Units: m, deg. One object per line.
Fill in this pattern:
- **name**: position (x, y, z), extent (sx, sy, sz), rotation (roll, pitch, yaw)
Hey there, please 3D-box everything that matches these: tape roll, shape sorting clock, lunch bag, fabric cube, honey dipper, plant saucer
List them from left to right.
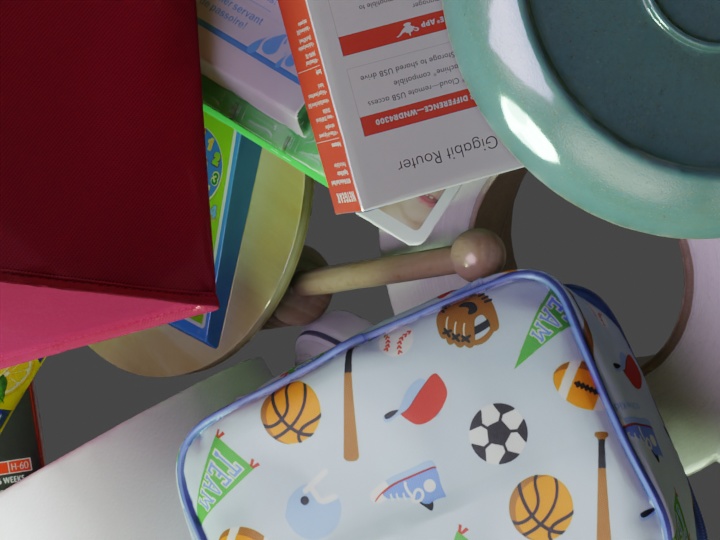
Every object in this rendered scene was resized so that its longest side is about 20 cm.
- **fabric cube**: position (-0.194, -0.071, 0.971), extent (0.200, 0.196, 0.200), rotation (-15, 76, 40)
- **tape roll**: position (-0.115, 0.118, 1.139), extent (0.202, 0.202, 0.071), rotation (-32, 86, 37)
- **shape sorting clock**: position (-0.090, -0.051, 1.149), extent (0.200, 0.039, 0.201), rotation (6, 99, 46)
- **honey dipper**: position (0.000, 0.000, 1.079), extent (0.200, 0.038, 0.038), rotation (-12, 99, 59)
- **lunch bag**: position (0.030, 0.102, 1.002), extent (0.200, 0.076, 0.161), rotation (-27, 75, 16)
- **tape roll**: position (0.100, -0.006, 1.055), extent (0.202, 0.037, 0.203), rotation (11, 110, 32)
- **plant saucer**: position (0.128, -0.112, 0.919), extent (0.027, 0.200, 0.201), rotation (-176, 67, -77)

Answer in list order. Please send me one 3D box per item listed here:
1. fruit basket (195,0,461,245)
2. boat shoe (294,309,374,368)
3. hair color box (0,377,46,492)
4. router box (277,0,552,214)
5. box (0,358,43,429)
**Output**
- **fruit basket**: position (0.006, -0.136, 1.018), extent (0.185, 0.094, 0.200), rotation (33, 96, 27)
- **boat shoe**: position (0.018, 0.097, 1.092), extent (0.200, 0.066, 0.072), rotation (50, 158, 31)
- **hair color box**: position (-0.218, 0.017, 1.236), extent (0.101, 0.061, 0.201), rotation (-9, 103, -6)
- **router box**: position (0.064, -0.132, 0.942), extent (0.049, 0.200, 0.180), rotation (-179, 74, -77)
- **box**: position (-0.173, 0.003, 1.133), extent (0.064, 0.070, 0.200), rotation (49, 117, 32)
